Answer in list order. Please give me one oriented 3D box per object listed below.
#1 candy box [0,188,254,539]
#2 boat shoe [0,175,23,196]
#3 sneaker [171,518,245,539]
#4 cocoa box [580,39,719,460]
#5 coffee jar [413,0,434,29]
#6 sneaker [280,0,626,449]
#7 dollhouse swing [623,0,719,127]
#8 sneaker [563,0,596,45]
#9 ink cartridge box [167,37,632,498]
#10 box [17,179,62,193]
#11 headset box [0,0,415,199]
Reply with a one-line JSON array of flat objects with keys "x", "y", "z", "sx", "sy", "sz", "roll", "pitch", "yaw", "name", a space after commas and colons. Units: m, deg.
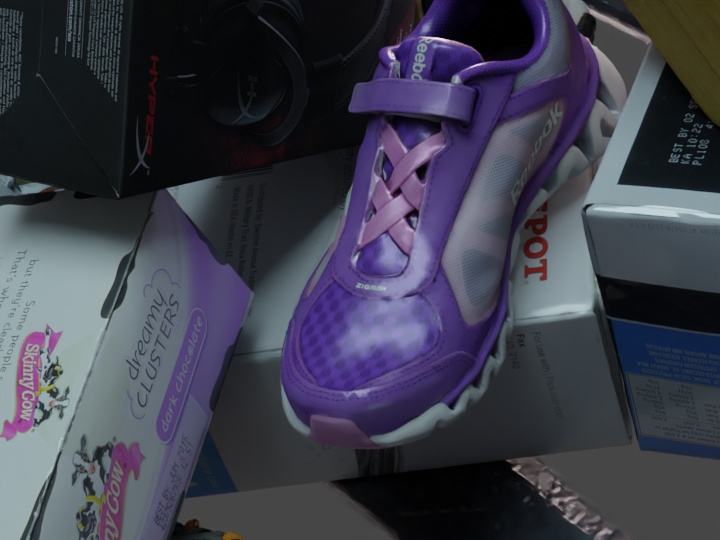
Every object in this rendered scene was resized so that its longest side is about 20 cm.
[{"x": -0.155, "y": 0.062, "z": 0.880, "sx": 0.199, "sy": 0.072, "sz": 0.168, "roll": -3, "pitch": 53, "yaw": 31, "name": "candy box"}, {"x": -0.175, "y": -0.037, "z": 1.028, "sx": 0.065, "sy": 0.075, "sz": 0.202, "roll": -18, "pitch": 30, "yaw": -34, "name": "boat shoe"}, {"x": -0.081, "y": 0.115, "z": 0.898, "sx": 0.199, "sy": 0.078, "sz": 0.077, "roll": -3, "pitch": 41, "yaw": 18, "name": "sneaker"}, {"x": 0.177, "y": -0.040, "z": 0.919, "sx": 0.133, "sy": 0.132, "sz": 0.200, "roll": 6, "pitch": 48, "yaw": 24, "name": "cocoa box"}, {"x": -0.028, "y": -0.121, "z": 1.031, "sx": 0.199, "sy": 0.085, "sz": 0.105, "roll": -9, "pitch": 87, "yaw": 16, "name": "coffee jar"}, {"x": 0.024, "y": -0.032, "z": 0.875, "sx": 0.080, "sy": 0.089, "sz": 0.201, "roll": 12, "pitch": 55, "yaw": 26, "name": "sneaker"}, {"x": 0.163, "y": -0.137, "z": 0.901, "sx": 0.200, "sy": 0.176, "sz": 0.182, "roll": -35, "pitch": 87, "yaw": -17, "name": "dollhouse swing"}, {"x": 0.003, "y": -0.121, "z": 1.094, "sx": 0.199, "sy": 0.087, "sz": 0.075, "roll": 8, "pitch": 47, "yaw": 24, "name": "sneaker"}, {"x": 0.000, "y": 0.000, "z": 0.974, "sx": 0.199, "sy": 0.086, "sz": 0.147, "roll": -7, "pitch": 45, "yaw": 11, "name": "ink cartridge box"}, {"x": -0.199, "y": 0.014, "z": 1.064, "sx": 0.199, "sy": 0.038, "sz": 0.137, "roll": 5, "pitch": 48, "yaw": 24, "name": "box"}, {"x": -0.048, "y": -0.115, "z": 0.892, "sx": 0.077, "sy": 0.150, "sz": 0.200, "roll": 13, "pitch": 15, "yaw": 31, "name": "headset box"}]
